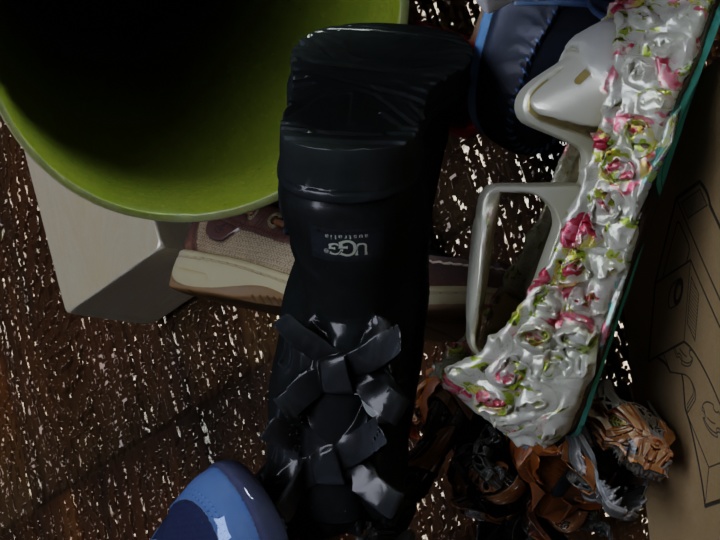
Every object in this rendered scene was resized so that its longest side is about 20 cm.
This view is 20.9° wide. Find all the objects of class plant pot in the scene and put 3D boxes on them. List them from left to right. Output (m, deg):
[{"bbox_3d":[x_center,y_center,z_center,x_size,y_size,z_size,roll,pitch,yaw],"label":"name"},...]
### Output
[{"bbox_3d":[-0.097,-0.145,0.898,0.188,0.186,0.200,-65,26,14],"label":"plant pot"}]

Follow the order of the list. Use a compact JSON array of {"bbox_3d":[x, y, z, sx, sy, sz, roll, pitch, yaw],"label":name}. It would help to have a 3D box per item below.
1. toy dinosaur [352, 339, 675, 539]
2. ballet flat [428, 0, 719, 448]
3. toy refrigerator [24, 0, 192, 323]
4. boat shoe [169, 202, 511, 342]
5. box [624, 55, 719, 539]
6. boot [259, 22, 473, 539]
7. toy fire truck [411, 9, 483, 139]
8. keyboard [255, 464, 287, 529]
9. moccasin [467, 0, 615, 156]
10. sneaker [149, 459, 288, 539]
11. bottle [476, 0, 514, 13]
[{"bbox_3d":[0.058,0.085,0.824,0.200,0.102,0.136,161,132,-80],"label":"toy dinosaur"},{"bbox_3d":[0.080,-0.033,0.723,0.076,0.064,0.201,-154,82,-83],"label":"ballet flat"},{"bbox_3d":[-0.130,-0.079,1.026,0.076,0.070,0.201,-33,64,31],"label":"toy refrigerator"},{"bbox_3d":[-0.005,-0.012,0.897,0.199,0.072,0.072,6,81,43],"label":"boat shoe"},{"bbox_3d":[0.139,0.028,0.732,0.163,0.021,0.201,136,130,-69],"label":"box"},{"bbox_3d":[0.001,0.000,0.779,0.073,0.198,0.163,5,114,6],"label":"boot"},{"bbox_3d":[0.051,-0.178,0.882,0.141,0.049,0.201,48,115,36],"label":"toy fire truck"},{"bbox_3d":[-0.080,0.137,0.931,0.200,0.040,0.104,-51,13,26],"label":"keyboard"},{"bbox_3d":[0.111,-0.133,0.798,0.068,0.080,0.201,37,109,33],"label":"moccasin"},{"bbox_3d":[-0.086,0.156,0.745,0.074,0.082,0.201,55,132,38],"label":"sneaker"},{"bbox_3d":[0.125,-0.162,0.725,0.199,0.084,0.066,-27,79,1],"label":"bottle"}]
